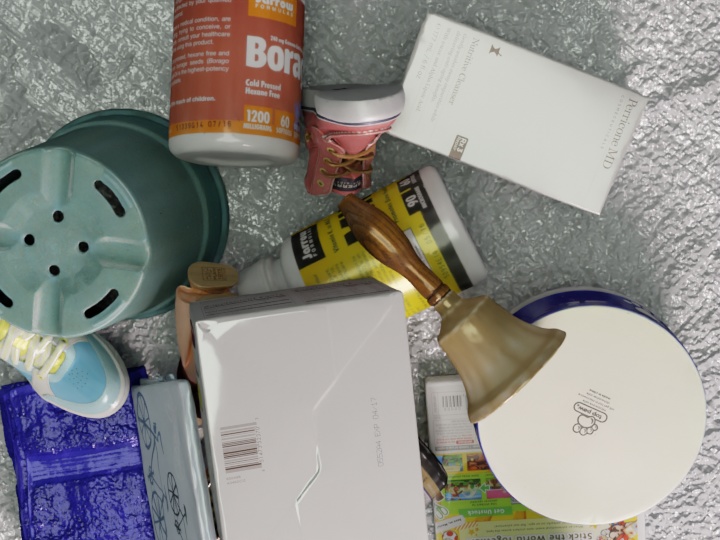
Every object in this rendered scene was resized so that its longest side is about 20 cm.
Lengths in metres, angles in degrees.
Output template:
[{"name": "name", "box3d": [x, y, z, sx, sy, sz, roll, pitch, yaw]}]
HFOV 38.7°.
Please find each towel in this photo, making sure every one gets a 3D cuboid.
[{"name": "towel", "box3d": [-0.263, 0.196, 0.973, 0.147, 0.050, 0.200, -9, 90, 6]}]

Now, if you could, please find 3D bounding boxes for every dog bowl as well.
[{"name": "dog bowl", "box3d": [0.198, 0.118, 0.908, 0.200, 0.079, 0.201, 1, 99, 3]}]

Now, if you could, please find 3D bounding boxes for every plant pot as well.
[{"name": "plant pot", "box3d": [-0.227, -0.035, 0.872, 0.200, 0.196, 0.201, 0, 100, 3]}]

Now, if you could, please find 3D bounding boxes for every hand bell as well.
[{"name": "hand bell", "box3d": [0.057, 0.014, 0.819, 0.104, 0.104, 0.200, -44, 87, 9]}]

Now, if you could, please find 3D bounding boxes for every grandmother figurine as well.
[{"name": "grandmother figurine", "box3d": [-0.146, 0.083, 0.924, 0.060, 0.121, 0.200, 6, 132, -14]}]

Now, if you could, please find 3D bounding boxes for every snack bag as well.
[{"name": "snack bag", "box3d": [-0.154, 0.179, 0.869, 0.021, 0.200, 0.189, -8, 84, -24]}]

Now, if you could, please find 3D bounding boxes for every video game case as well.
[{"name": "video game case", "box3d": [0.166, 0.184, 0.972, 0.200, 0.023, 0.182, -4, 99, 3]}]

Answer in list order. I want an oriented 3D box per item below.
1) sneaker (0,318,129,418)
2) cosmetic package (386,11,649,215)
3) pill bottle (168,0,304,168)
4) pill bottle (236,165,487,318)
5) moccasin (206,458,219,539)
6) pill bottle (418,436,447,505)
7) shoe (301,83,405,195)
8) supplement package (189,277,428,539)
[{"name": "sneaker", "box3d": [-0.304, 0.062, 0.900, 0.200, 0.131, 0.080, 33, 90, 17]}, {"name": "cosmetic package", "box3d": [0.132, -0.135, 0.891, 0.200, 0.081, 0.113, 19, 98, 1]}, {"name": "pill bottle", "box3d": [-0.104, -0.193, 0.872, 0.112, 0.112, 0.200, 2, 88, 3]}, {"name": "pill bottle", "box3d": [0.000, 0.000, 0.905, 0.200, 0.114, 0.114, -27, 97, 7]}, {"name": "moccasin", "box3d": [-0.113, 0.188, 0.961, 0.074, 0.078, 0.201, 43, 99, -4]}, {"name": "pill bottle", "box3d": [-0.026, 0.217, 0.918, 0.200, 0.112, 0.112, -43, 95, -10]}, {"name": "shoe", "box3d": [-0.007, -0.106, 0.849, 0.071, 0.200, 0.091, -8, 103, -12]}, {"name": "supplement package", "box3d": [-0.043, 0.118, 0.794, 0.155, 0.111, 0.200, -8, 97, -10]}]
